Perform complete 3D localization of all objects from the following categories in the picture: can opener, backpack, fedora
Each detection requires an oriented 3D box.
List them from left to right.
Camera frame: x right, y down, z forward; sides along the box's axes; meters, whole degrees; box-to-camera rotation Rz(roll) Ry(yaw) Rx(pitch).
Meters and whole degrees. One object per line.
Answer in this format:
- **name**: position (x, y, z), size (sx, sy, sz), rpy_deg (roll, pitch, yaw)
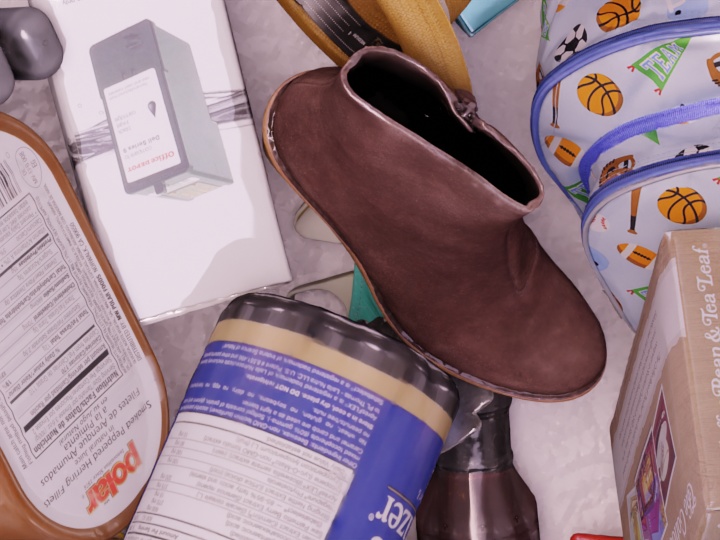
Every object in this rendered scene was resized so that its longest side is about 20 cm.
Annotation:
- **can opener**: position (-0.203, -0.103, 1.240), size (0.053, 0.200, 0.067), rpy_deg (-34, 116, -28)
- **fedora**: position (0.007, -0.150, 1.223), size (0.082, 0.201, 0.201), rpy_deg (-42, 104, -10)
- **backpack**: position (0.163, -0.065, 1.258), size (0.200, 0.154, 0.191), rpy_deg (-18, 131, 23)

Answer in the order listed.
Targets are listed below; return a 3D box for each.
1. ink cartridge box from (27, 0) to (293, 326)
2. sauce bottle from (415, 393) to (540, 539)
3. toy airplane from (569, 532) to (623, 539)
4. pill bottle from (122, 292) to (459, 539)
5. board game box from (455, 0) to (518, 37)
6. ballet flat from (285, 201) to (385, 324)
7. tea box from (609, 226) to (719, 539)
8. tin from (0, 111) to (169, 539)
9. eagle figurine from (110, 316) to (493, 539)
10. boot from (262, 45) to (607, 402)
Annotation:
- **ink cartridge box**: position (-0.099, -0.090, 1.276), size (0.084, 0.146, 0.200), rpy_deg (-15, 105, -5)
- **sauce bottle**: position (0.057, 0.149, 1.387), size (0.066, 0.066, 0.200), rpy_deg (-7, 104, -4)
- **toy airplane**: position (0.222, 0.170, 1.368), size (0.200, 0.141, 0.199), rpy_deg (-33, 83, 5)
- **pill bottle**: position (-0.043, 0.120, 1.191), size (0.112, 0.112, 0.200), rpy_deg (25, 77, -11)
- **board game box**: position (0.086, -0.230, 1.312), size (0.200, 0.047, 0.151), rpy_deg (-36, 104, 3)
- **ballet flat**: position (0.000, 0.000, 1.348), size (0.070, 0.067, 0.200), rpy_deg (5, 101, 3)
- **tea box**: position (0.219, 0.080, 1.220), size (0.196, 0.200, 0.134), rpy_deg (-3, 62, -5)
- **tin**: position (-0.146, 0.026, 1.179), size (0.112, 0.042, 0.200), rpy_deg (-43, 117, -39)
- **eagle figurine**: position (-0.030, 0.124, 1.311), size (0.200, 0.152, 0.151), rpy_deg (-20, 63, -17)
- **boot**: position (0.045, -0.014, 1.196), size (0.200, 0.166, 0.072), rpy_deg (39, 77, -10)
